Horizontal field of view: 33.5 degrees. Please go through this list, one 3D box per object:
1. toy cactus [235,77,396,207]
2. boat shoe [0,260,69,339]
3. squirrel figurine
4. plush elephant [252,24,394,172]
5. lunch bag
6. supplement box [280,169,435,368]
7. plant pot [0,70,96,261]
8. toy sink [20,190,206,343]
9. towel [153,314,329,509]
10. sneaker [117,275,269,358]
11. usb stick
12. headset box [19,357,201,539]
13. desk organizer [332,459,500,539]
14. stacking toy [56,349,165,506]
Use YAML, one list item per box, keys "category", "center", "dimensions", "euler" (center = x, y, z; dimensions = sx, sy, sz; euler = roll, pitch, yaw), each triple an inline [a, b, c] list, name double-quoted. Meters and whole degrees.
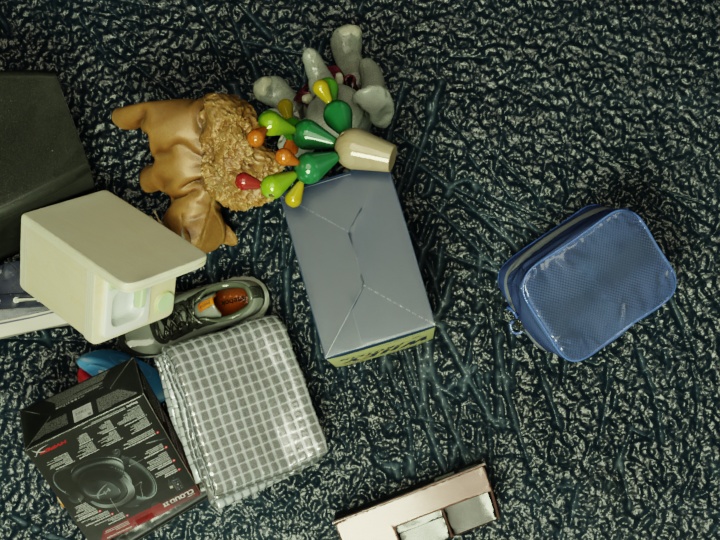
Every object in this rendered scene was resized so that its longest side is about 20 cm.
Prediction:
- category: "toy cactus"
  center: [-0.042, -0.137, 1.345]
  dimensions: [0.163, 0.103, 0.201]
  euler: [16, 39, 13]
- category: "boat shoe"
  center: [-0.397, 0.026, 1.515]
  dimensions: [0.197, 0.075, 0.094]
  euler: [-11, 88, 0]
- category: "squirrel figurine"
  center: [-0.191, -0.116, 1.476]
  dimensions: [0.198, 0.141, 0.189]
  euler: [-6, 89, 36]
- category: "plush elephant"
  center: [-0.039, -0.210, 1.492]
  dimensions: [0.163, 0.155, 0.202]
  euler: [-25, 82, -1]
- category: "lunch bag"
  center: [0.266, 0.017, 1.466]
  dimensions: [0.199, 0.132, 0.137]
  euler: [-32, 98, -3]
- category: "supplement box"
  center: [0.000, 0.000, 1.441]
  dimensions: [0.133, 0.200, 0.202]
  euler: [-16, 82, 1]
- category: "plant pot"
  center: [-0.436, -0.141, 1.490]
  dimensions: [0.176, 0.200, 0.202]
  euler: [-21, 82, -13]
- category: "toy sink"
  center: [-0.297, 0.005, 1.432]
  dimensions: [0.199, 0.130, 0.113]
  euler: [29, 124, 31]
- category: "towel"
  center: [-0.141, 0.167, 1.448]
  dimensions: [0.164, 0.085, 0.202]
  euler: [-17, 80, -31]
- category: "sneaker"
  center: [-0.214, 0.053, 1.504]
  dimensions: [0.198, 0.079, 0.075]
  euler: [-20, 84, 0]
- category: "usb stick"
  center: [-0.232, 0.279, 1.499]
  dimensions: [0.199, 0.033, 0.056]
  euler: [-31, 75, -2]
- category: "headset box"
  center: [-0.288, 0.223, 1.412]
  dimensions: [0.148, 0.201, 0.077]
  euler: [-25, 38, -4]
- category: "desk organizer"
  center: [0.072, 0.305, 1.464]
  dimensions: [0.198, 0.072, 0.078]
  euler: [-21, 84, -1]
- category: "stacking toy"
  center: [-0.329, 0.207, 1.487]
  dimensions: [0.115, 0.110, 0.202]
  euler: [28, 95, 3]
